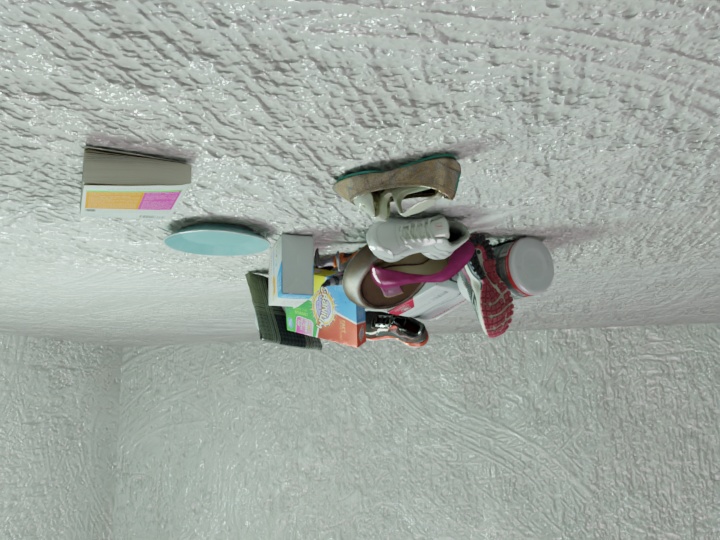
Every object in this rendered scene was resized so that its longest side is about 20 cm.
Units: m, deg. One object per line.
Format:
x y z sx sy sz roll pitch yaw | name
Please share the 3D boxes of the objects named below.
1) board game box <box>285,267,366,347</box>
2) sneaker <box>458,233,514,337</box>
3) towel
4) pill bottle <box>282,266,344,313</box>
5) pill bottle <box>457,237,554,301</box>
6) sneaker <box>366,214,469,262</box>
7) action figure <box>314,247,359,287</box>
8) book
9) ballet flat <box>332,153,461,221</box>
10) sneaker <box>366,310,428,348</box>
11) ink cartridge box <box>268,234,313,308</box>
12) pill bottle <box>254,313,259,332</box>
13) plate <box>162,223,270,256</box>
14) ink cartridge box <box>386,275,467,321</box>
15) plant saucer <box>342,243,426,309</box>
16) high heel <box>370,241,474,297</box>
-0.081 0.076 1.418 0.196 0.157 0.040 10 -158 31 | board game box
0.240 0.031 1.240 0.079 0.205 0.074 -14 178 -23 | sneaker
-0.193 0.104 1.571 0.190 0.203 0.034 15 134 -42 | towel
-0.090 0.051 1.516 0.196 0.115 0.112 -7 168 28 | pill bottle
0.297 0.008 1.322 0.112 0.117 0.199 4 168 -25 | pill bottle
0.103 -0.066 1.079 0.196 0.080 0.099 -5 166 -32 | sneaker
0.000 0.000 1.299 0.190 0.107 0.199 11 166 -27 | action figure
-0.315 -0.108 0.875 0.131 0.049 0.199 2 170 -26 | book
0.042 -0.105 0.854 0.197 0.069 0.068 -9 166 35 | ballet flat
0.068 0.124 1.508 0.195 0.078 0.082 8 150 9 | sneaker
-0.147 0.008 1.284 0.066 0.118 0.200 3 168 -16 | ink cartridge box
-0.291 0.161 2.062 0.108 0.114 0.200 0 169 -7 | pill bottle
-0.265 -0.059 1.176 0.195 0.026 0.200 -1 168 0 | plate
0.158 0.042 1.466 0.144 0.085 0.198 -32 154 28 | ink cartridge box
0.061 0.010 1.232 0.196 0.032 0.203 -16 138 -15 | plant saucer
0.116 -0.018 1.158 0.197 0.068 0.097 -28 144 1 | high heel
